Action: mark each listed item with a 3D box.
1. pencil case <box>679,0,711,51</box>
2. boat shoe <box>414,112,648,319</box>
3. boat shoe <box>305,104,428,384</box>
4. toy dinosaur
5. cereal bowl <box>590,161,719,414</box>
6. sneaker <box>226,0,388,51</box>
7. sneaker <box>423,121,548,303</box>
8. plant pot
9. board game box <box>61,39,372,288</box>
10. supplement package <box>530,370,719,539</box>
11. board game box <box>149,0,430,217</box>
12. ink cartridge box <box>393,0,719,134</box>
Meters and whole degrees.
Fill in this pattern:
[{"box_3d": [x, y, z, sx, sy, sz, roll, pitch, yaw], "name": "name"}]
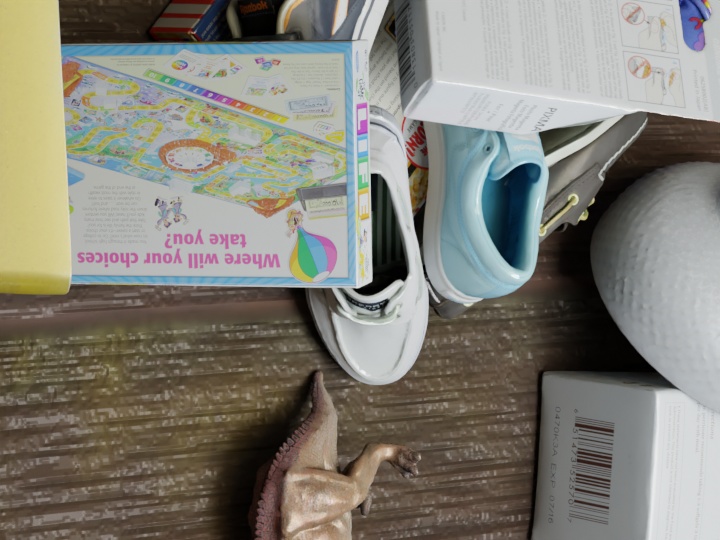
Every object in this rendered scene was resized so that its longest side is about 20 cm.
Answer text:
[{"box_3d": [0.240, -0.197, 1.792, 0.200, 0.078, 0.087, -40, 149, -38], "name": "pencil case"}, {"box_3d": [0.109, -0.047, 1.771, 0.201, 0.072, 0.061, -37, 112, -20], "name": "boat shoe"}, {"box_3d": [0.000, 0.000, 1.655, 0.073, 0.067, 0.200, -6, 128, 4], "name": "boat shoe"}, {"box_3d": [-0.040, 0.159, 1.673, 0.135, 0.086, 0.201, 4, 87, -30], "name": "toy dinosaur"}, {"box_3d": [0.252, 0.003, 1.804, 0.200, 0.083, 0.200, 22, 38, -19], "name": "cereal bowl"}, {"box_3d": [-0.041, -0.111, 1.589, 0.079, 0.078, 0.201, 23, 73, -40], "name": "sneaker"}, {"box_3d": [0.084, -0.082, 1.675, 0.074, 0.082, 0.201, -2, 89, -36], "name": "sneaker"}, {"box_3d": [-0.265, -0.089, 1.417, 0.176, 0.200, 0.201, -5, 98, -26], "name": "plant pot"}, {"box_3d": [-0.094, -0.059, 1.549, 0.034, 0.199, 0.135, -22, 112, -75], "name": "board game box"}, {"box_3d": [0.225, 0.128, 1.845, 0.200, 0.117, 0.117, 2, 92, -37], "name": "supplement package"}, {"box_3d": [-0.013, -0.130, 1.685, 0.200, 0.046, 0.152, 49, 66, -30], "name": "board game box"}, {"box_3d": [0.117, -0.157, 1.665, 0.199, 0.057, 0.163, 9, 61, -24], "name": "ink cartridge box"}]
